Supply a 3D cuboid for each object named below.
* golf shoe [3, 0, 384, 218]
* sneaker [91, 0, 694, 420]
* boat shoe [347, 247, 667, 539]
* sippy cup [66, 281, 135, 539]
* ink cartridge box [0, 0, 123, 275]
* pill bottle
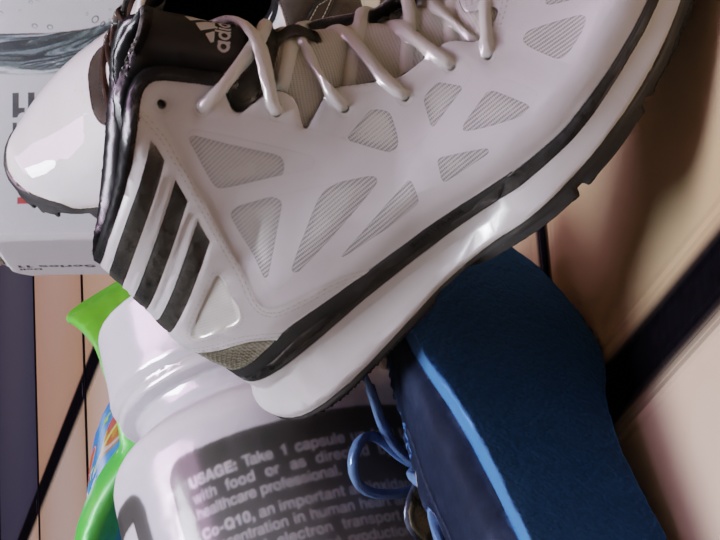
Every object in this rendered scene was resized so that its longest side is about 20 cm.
[{"bbox_3d":[-0.076,-0.087,1.111,0.199,0.094,0.078,-27,63,27],"label":"golf shoe"},{"bbox_3d":[-0.001,-0.053,0.805,0.201,0.115,0.076,-46,28,19],"label":"sneaker"},{"bbox_3d":[0.035,0.062,0.848,0.201,0.084,0.069,-102,31,-52],"label":"boat shoe"},{"bbox_3d":[-0.047,0.090,1.074,0.130,0.139,0.179,-125,40,-70],"label":"sippy cup"},{"bbox_3d":[-0.089,-0.103,1.230,0.083,0.146,0.201,89,180,-82],"label":"ink cartridge box"},{"bbox_3d":[-0.015,0.101,0.917,0.114,0.113,0.201,119,139,-62],"label":"pill bottle"}]
